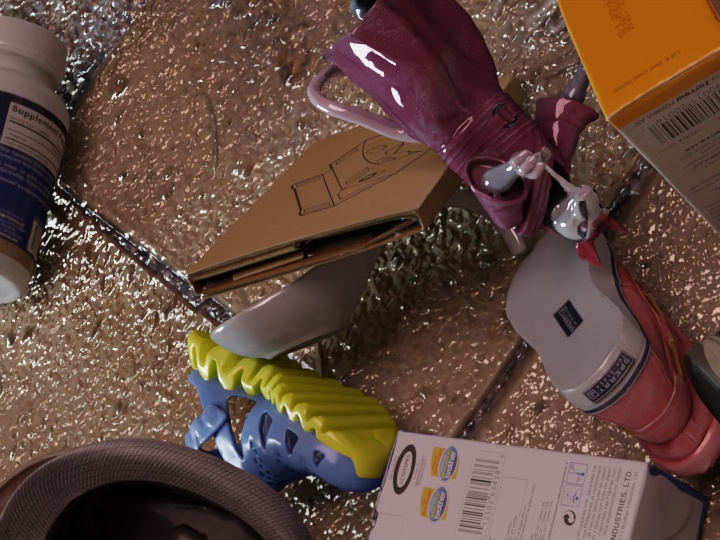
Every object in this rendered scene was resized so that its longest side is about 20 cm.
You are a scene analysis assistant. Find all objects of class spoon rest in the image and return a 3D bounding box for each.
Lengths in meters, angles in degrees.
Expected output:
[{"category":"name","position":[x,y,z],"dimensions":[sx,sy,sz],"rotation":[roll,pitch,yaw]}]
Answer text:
[{"category":"spoon rest","position":[0.000,0.000,1.136],"dimensions":[0.199,0.099,0.061],"rotation":[-22,85,5]}]

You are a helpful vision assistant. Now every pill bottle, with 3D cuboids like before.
[{"category":"pill bottle","position":[-0.282,-0.085,1.406],"dimensions":[0.111,0.111,0.201],"rotation":[-5,65,36]}]

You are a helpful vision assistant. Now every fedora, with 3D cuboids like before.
[{"category":"fedora","position":[-0.114,0.175,1.114],"dimensions":[0.199,0.090,0.177],"rotation":[16,105,1]}]

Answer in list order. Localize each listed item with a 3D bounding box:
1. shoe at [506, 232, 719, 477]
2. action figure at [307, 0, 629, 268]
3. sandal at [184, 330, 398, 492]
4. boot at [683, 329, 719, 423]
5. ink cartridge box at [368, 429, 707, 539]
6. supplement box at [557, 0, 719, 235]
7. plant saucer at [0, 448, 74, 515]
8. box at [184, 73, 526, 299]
[{"category":"shoe","position":[0.143,0.042,1.038],"dimensions":[0.071,0.091,0.200],"rotation":[-47,18,13]},{"category":"action figure","position":[0.060,-0.071,1.021],"dimensions":[0.200,0.134,0.149],"rotation":[50,132,6]},{"category":"sandal","position":[-0.048,0.102,1.148],"dimensions":[0.200,0.079,0.087],"rotation":[23,98,56]},{"category":"boot","position":[0.278,0.067,0.911],"dimensions":[0.154,0.074,0.204],"rotation":[-41,68,-9]},{"category":"ink cartridge box","position":[0.073,0.166,1.022],"dimensions":[0.200,0.076,0.137],"rotation":[4,70,38]},{"category":"supplement box","position":[0.184,-0.097,0.984],"dimensions":[0.073,0.200,0.126],"rotation":[-31,52,19]},{"category":"plant saucer","position":[-0.201,0.218,1.238],"dimensions":[0.200,0.037,0.201],"rotation":[-18,58,31]},{"category":"box","position":[0.002,-0.054,1.147],"dimensions":[0.163,0.021,0.200],"rotation":[-17,19,30]}]
